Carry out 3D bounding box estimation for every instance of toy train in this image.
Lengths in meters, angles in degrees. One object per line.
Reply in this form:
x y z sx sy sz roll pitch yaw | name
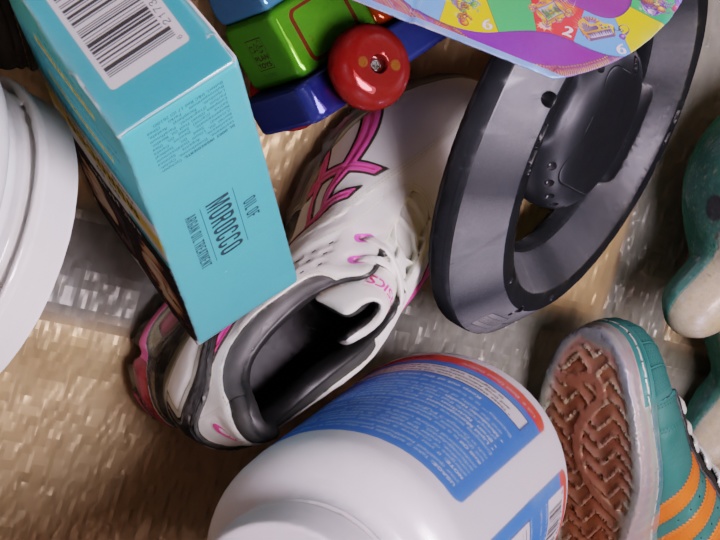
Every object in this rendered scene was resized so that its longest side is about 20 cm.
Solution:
0.021 -0.149 1.078 0.200 0.085 0.116 -35 103 -27 | toy train

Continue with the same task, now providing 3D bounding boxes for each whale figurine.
0.194 -0.002 1.232 0.159 0.104 0.201 -12 134 -32 | whale figurine

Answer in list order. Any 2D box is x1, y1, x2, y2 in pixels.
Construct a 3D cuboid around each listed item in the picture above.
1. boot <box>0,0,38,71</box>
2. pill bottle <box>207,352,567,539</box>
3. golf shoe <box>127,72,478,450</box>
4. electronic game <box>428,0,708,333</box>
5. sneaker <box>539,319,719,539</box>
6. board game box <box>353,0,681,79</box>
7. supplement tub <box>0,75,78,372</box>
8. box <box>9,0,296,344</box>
-0.189 -0.140 0.947 0.097 0.075 0.201 -28 120 -4 | boot
0.005 0.108 1.055 0.200 0.112 0.113 -30 126 -66 | pill bottle
0.000 0.000 1.089 0.200 0.092 0.073 -47 123 -16 | golf shoe
0.088 -0.065 1.114 0.200 0.042 0.200 -48 154 -33 | electronic game
0.136 0.105 1.220 0.080 0.071 0.201 -26 121 -31 | sneaker
0.042 -0.162 1.016 0.199 0.039 0.158 21 53 -3 | board game box
-0.210 -0.039 0.901 0.200 0.144 0.145 24 89 -37 | supplement tub
-0.074 -0.049 0.962 0.049 0.082 0.200 -34 159 -9 | box
